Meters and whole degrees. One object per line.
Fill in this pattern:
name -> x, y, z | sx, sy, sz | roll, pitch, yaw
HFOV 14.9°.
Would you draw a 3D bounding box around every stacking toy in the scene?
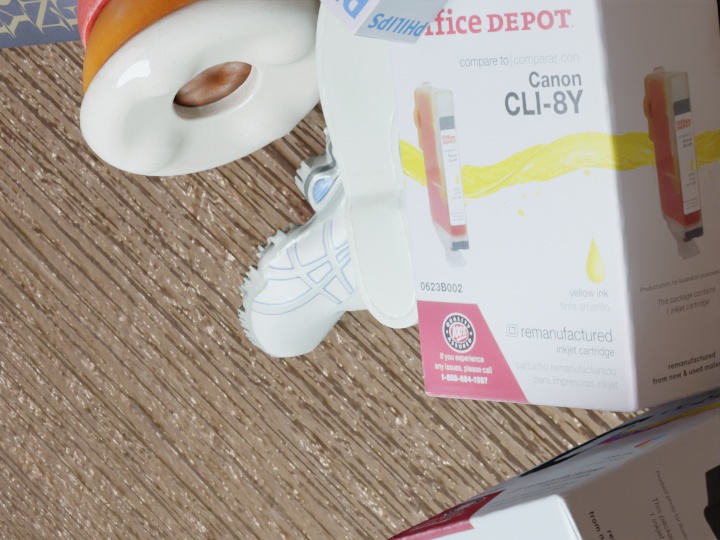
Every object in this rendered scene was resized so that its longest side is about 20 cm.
stacking toy -> -0.110, -0.164, 1.477 | 0.200, 0.146, 0.146 | 64, 147, 26

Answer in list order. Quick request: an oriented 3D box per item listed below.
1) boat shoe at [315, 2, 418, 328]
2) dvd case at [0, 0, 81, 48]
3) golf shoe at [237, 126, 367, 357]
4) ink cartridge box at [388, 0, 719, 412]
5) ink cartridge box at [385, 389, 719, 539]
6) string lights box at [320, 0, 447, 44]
boat shoe -> 0.026, -0.074, 1.364 | 0.073, 0.062, 0.200 | 3, 102, 49
dvd case -> -0.213, -0.195, 1.616 | 0.200, 0.016, 0.149 | 1, 132, 51
golf shoe -> 0.000, 0.000, 1.468 | 0.097, 0.078, 0.200 | 45, 141, 15
ink cartridge box -> 0.094, -0.042, 1.281 | 0.145, 0.083, 0.200 | 2, 101, 49
ink cartridge box -> 0.133, 0.115, 1.264 | 0.146, 0.200, 0.083 | -24, 90, 54
string lights box -> 0.038, -0.210, 1.228 | 0.103, 0.059, 0.200 | 46, 111, 22
